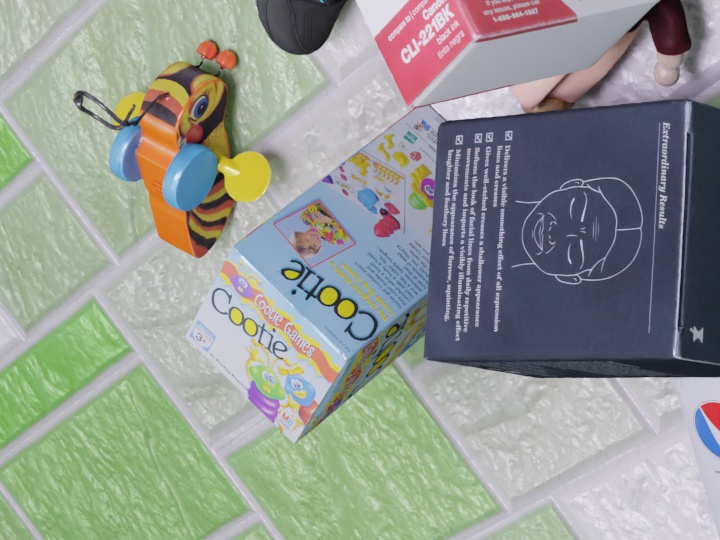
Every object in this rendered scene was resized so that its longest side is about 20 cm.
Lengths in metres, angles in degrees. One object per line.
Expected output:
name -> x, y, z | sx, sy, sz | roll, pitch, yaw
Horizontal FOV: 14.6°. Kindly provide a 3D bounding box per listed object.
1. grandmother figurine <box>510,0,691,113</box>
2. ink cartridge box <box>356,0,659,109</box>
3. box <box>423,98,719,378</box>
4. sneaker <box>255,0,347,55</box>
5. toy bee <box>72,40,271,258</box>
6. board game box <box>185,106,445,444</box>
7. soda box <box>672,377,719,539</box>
grandmother figurine -> 0.147, -0.158, 1.656 | 0.121, 0.061, 0.200 | 41, 143, 0
ink cartridge box -> 0.057, -0.208, 1.593 | 0.084, 0.144, 0.201 | -44, 67, 50
box -> 0.146, -0.015, 1.676 | 0.199, 0.107, 0.150 | -2, 81, 45
sneaker -> -0.010, -0.202, 1.760 | 0.079, 0.075, 0.201 | 35, 138, 16
toy bee -> -0.114, -0.095, 1.938 | 0.131, 0.109, 0.200 | 36, 164, 7
board game box -> 0.000, 0.000, 1.803 | 0.105, 0.200, 0.103 | 44, 140, 10
soda box -> 0.251, 0.109, 1.746 | 0.063, 0.068, 0.201 | 3, 121, 43
